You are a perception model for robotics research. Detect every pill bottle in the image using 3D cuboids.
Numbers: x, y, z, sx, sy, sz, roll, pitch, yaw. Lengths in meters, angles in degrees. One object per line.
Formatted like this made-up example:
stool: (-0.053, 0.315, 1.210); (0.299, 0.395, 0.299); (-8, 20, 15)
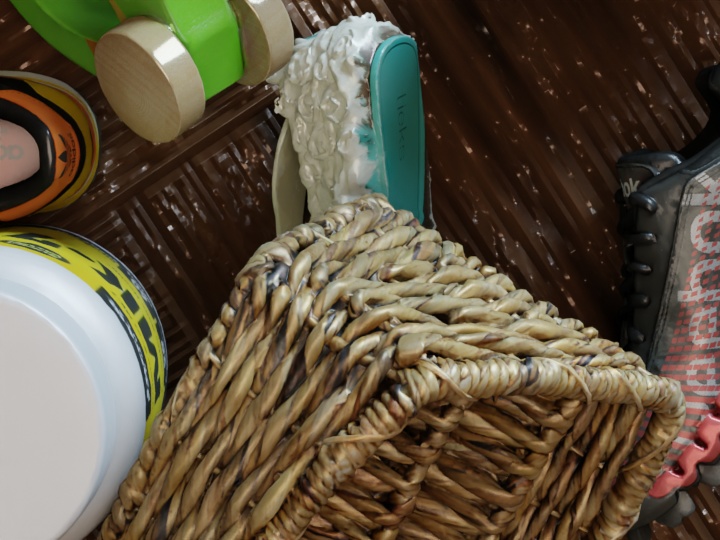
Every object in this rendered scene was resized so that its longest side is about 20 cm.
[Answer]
pill bottle: (-0.130, 0.045, 0.847); (0.113, 0.200, 0.115); (0, 95, -2)

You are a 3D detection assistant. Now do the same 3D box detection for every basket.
basket: (0.000, 0.098, 0.826); (0.148, 0.143, 0.201); (33, 113, 13)

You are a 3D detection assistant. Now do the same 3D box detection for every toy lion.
toy lion: (-0.120, -0.168, 0.862); (0.069, 0.191, 0.201); (-36, 137, -31)

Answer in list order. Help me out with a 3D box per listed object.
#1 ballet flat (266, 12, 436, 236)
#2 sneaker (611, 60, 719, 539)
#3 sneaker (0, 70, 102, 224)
ballet flat: (0.000, 0.000, 0.925); (0.071, 0.072, 0.202); (-6, 98, -2)
sneaker: (0.129, 0.005, 0.922); (0.097, 0.071, 0.201); (28, 91, -5)
sneaker: (-0.200, -0.045, 0.892); (0.198, 0.090, 0.071); (-4, 95, -2)
